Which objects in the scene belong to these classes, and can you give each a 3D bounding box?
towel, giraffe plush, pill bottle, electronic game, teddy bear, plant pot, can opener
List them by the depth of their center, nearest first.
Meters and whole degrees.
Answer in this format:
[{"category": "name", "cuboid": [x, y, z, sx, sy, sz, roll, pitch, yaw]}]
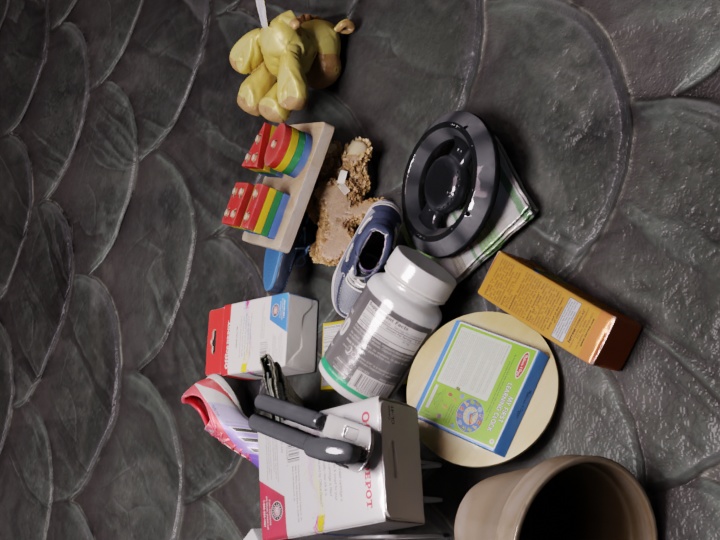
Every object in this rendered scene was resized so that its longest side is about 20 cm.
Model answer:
[{"category": "plant pot", "cuboid": [0.200, 0.299, 1.148, 0.173, 0.199, 0.201, -5, 75, 62]}, {"category": "can opener", "cuboid": [-0.067, 0.186, 1.209, 0.199, 0.067, 0.054, 12, 81, 42]}, {"category": "pill bottle", "cuboid": [0.038, 0.075, 1.375, 0.113, 0.113, 0.201, 44, 108, 43]}, {"category": "electronic game", "cuboid": [0.119, -0.117, 1.394, 0.200, 0.041, 0.201, -18, 67, 53]}, {"category": "towel", "cuboid": [0.144, -0.070, 1.408, 0.200, 0.031, 0.150, -45, 48, 30]}, {"category": "towel", "cuboid": [-0.090, 0.236, 1.460, 0.034, 0.200, 0.194, -15, 61, 4]}, {"category": "teddy bear", "cuboid": [-0.025, -0.104, 1.552, 0.144, 0.067, 0.201, -18, 76, 16]}, {"category": "giraffe plush", "cuboid": [-0.097, -0.345, 1.645, 0.172, 0.162, 0.201, 21, 115, 39]}]

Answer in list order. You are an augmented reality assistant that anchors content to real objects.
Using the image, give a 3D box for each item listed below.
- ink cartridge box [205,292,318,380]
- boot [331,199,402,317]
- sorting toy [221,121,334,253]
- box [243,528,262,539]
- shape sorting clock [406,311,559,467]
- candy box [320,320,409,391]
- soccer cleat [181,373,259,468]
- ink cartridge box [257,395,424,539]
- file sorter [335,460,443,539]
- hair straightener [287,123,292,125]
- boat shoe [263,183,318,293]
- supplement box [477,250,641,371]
[{"category": "ink cartridge box", "cuboid": [-0.160, 0.110, 1.635, 0.199, 0.067, 0.117, -12, 70, 43]}, {"category": "boot", "cuboid": [0.000, 0.000, 1.451, 0.090, 0.072, 0.201, -67, -3, -60]}, {"category": "sorting toy", "cuboid": [-0.136, -0.139, 1.574, 0.200, 0.069, 0.200, 14, 84, 67]}, {"category": "box", "cuboid": [-0.113, 0.486, 1.461, 0.125, 0.097, 0.200, -53, 48, 22]}, {"category": "shape sorting clock", "cuboid": [0.153, 0.149, 1.294, 0.199, 0.039, 0.201, -13, 61, 24]}, {"category": "candy box", "cuboid": [0.019, 0.117, 1.480, 0.199, 0.026, 0.103, -11, 69, 43]}, {"category": "soccer cleat", "cuboid": [-0.198, 0.251, 1.598, 0.200, 0.073, 0.068, 48, 139, 20]}, {"category": "ink cartridge box", "cuboid": [-0.027, 0.249, 1.256, 0.199, 0.085, 0.149, -17, 65, 34]}, {"category": "file sorter", "cuboid": [0.029, 0.301, 1.341, 0.124, 0.138, 0.201, -13, 70, 39]}, {"category": "hair straightener", "cuboid": [-0.079, -0.198, 1.666, 0.200, 0.041, 0.077, 23, 96, 51]}, {"category": "boat shoe", "cuboid": [-0.098, -0.057, 1.598, 0.084, 0.068, 0.201, -18, 55, 61]}, {"category": "supplement box", "cuboid": [0.238, 0.046, 1.247, 0.200, 0.066, 0.069, 32, 102, 45]}]
